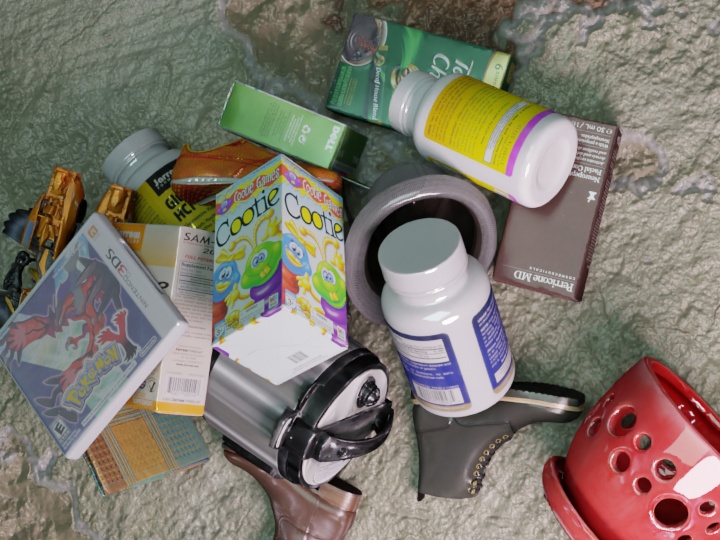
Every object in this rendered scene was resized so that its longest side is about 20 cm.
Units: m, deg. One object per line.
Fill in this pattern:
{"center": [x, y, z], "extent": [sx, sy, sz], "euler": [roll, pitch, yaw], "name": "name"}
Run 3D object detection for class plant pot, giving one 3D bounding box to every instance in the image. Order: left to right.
{"center": [0.304, 0.220, 1.485], "extent": [0.182, 0.200, 0.201], "euler": [-44, 78, 16], "name": "plant pot"}

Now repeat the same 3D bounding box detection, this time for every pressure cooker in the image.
{"center": [-0.063, 0.143, 1.573], "extent": [0.199, 0.179, 0.176], "euler": [31, 64, 23], "name": "pressure cooker"}

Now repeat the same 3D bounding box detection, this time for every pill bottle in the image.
{"center": [-0.212, -0.069, 1.667], "extent": [0.112, 0.112, 0.200], "euler": [-44, 78, 8], "name": "pill bottle"}
{"center": [0.088, 0.048, 1.509], "extent": [0.119, 0.120, 0.201], "euler": [-12, 128, 10], "name": "pill bottle"}
{"center": [0.129, -0.151, 1.534], "extent": [0.199, 0.104, 0.105], "euler": [28, 94, 31], "name": "pill bottle"}

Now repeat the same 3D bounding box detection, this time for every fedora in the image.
{"center": [0.058, -0.041, 1.569], "extent": [0.176, 0.201, 0.091], "euler": [-9, 42, -9], "name": "fedora"}

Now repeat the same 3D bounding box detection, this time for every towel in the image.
{"center": [-0.263, 0.175, 1.625], "extent": [0.022, 0.200, 0.147], "euler": [-33, 80, 26], "name": "towel"}

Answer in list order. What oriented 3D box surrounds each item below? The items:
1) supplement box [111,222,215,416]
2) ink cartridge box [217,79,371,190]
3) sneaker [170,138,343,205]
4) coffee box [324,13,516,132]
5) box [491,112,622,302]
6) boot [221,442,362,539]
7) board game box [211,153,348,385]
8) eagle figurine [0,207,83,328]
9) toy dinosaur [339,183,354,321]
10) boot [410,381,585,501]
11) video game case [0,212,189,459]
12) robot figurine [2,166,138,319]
{"center": [-0.224, 0.051, 1.547], "extent": [0.126, 0.073, 0.201], "euler": [3, 85, 42], "name": "supplement box"}
{"center": [-0.054, -0.152, 1.638], "extent": [0.199, 0.104, 0.060], "euler": [23, 93, 14], "name": "ink cartridge box"}
{"center": [-0.116, -0.115, 1.582], "extent": [0.199, 0.073, 0.078], "euler": [6, 67, 10], "name": "sneaker"}
{"center": [0.070, -0.217, 1.642], "extent": [0.199, 0.044, 0.124], "euler": [19, 91, 14], "name": "coffee box"}
{"center": [0.221, -0.073, 1.582], "extent": [0.100, 0.075, 0.201], "euler": [13, 92, 15], "name": "box"}
{"center": [-0.110, 0.319, 1.649], "extent": [0.186, 0.064, 0.201], "euler": [22, 97, 16], "name": "boot"}
{"center": [-0.086, -0.002, 1.486], "extent": [0.105, 0.103, 0.201], "euler": [-29, 45, 30], "name": "board game box"}
{"center": [-0.362, 0.024, 1.709], "extent": [0.151, 0.152, 0.199], "euler": [-34, 39, -29], "name": "eagle figurine"}
{"center": [0.000, 0.000, 1.645], "extent": [0.088, 0.047, 0.200], "euler": [-34, 80, -8], "name": "toy dinosaur"}
{"center": [0.154, 0.196, 1.588], "extent": [0.199, 0.077, 0.139], "euler": [1, 91, 27], "name": "boot"}
{"center": [-0.296, 0.069, 1.518], "extent": [0.200, 0.023, 0.182], "euler": [-49, 60, 13], "name": "video game case"}
{"center": [-0.331, -0.010, 1.607], "extent": [0.144, 0.058, 0.201], "euler": [16, 87, 7], "name": "robot figurine"}
